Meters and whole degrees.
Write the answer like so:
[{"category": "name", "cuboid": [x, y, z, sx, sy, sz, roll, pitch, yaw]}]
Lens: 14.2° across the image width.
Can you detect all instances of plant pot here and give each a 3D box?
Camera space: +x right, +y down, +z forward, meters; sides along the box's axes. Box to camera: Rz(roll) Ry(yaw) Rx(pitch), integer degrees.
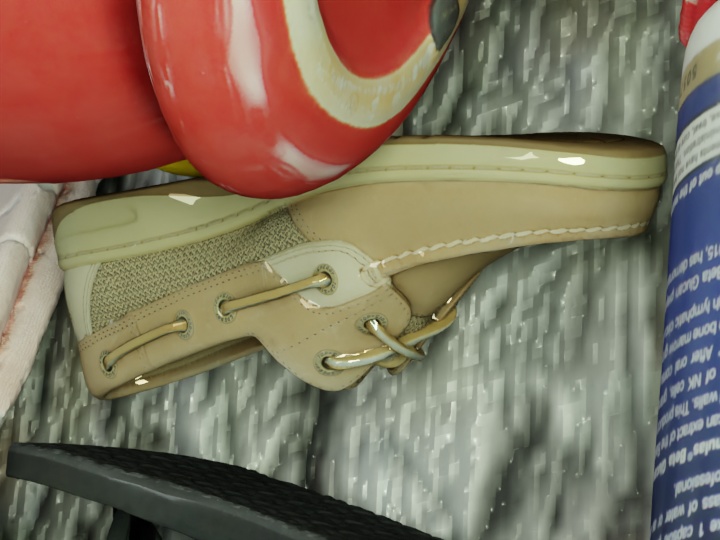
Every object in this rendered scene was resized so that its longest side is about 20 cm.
[{"category": "plant pot", "cuboid": [-0.070, -0.113, 0.720, 0.182, 0.200, 0.201, 14, 83, 22]}]

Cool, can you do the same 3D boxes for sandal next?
[{"category": "sandal", "cuboid": [-0.032, 0.081, 0.790, 0.200, 0.075, 0.045, 14, 95, 46]}]

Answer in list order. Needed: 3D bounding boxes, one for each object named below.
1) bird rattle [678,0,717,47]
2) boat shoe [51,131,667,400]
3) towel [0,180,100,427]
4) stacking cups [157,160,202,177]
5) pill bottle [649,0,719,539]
[{"category": "bird rattle", "cuboid": [0.060, -0.133, 0.678, 0.113, 0.163, 0.200, 34, 143, 40]}, {"category": "boat shoe", "cuboid": [0.000, 0.000, 0.796, 0.200, 0.071, 0.065, -9, 86, 40]}, {"category": "towel", "cuboid": [-0.167, 0.066, 0.912, 0.200, 0.032, 0.191, -37, 23, 31]}, {"category": "stacking cups", "cuboid": [-0.052, -0.127, 0.865, 0.060, 0.060, 0.201, -30, 57, 35]}, {"category": "pill bottle", "cuboid": [0.117, 0.043, 0.614, 0.111, 0.111, 0.201, -12, 65, 43]}]
